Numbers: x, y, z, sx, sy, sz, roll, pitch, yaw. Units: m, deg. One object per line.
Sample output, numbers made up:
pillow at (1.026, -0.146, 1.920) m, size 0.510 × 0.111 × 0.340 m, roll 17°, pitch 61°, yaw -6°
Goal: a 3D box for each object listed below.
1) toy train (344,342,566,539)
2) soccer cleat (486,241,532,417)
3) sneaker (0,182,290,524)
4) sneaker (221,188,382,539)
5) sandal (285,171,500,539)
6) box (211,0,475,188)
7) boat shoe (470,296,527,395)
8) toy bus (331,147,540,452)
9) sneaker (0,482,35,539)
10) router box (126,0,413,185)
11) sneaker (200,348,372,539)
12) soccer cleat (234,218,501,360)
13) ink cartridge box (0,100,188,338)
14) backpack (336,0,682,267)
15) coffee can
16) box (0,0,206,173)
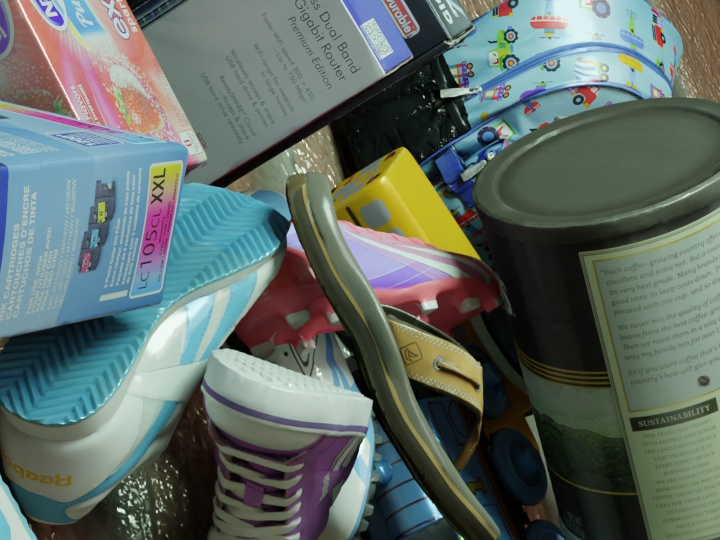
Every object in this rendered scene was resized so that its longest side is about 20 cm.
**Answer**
toy train at (0.046, 0.121, 1.397) m, size 0.114 × 0.086 × 0.201 m, roll 0°, pitch 63°, yaw -56°
soccer cleat at (0.115, 0.018, 1.553) m, size 0.201 × 0.073 × 0.068 m, roll 88°, pitch -19°, yaw -51°
sneaker at (-0.100, 0.031, 1.170) m, size 0.076 × 0.081 × 0.200 m, roll 23°, pitch 43°, yaw 20°
sneaker at (-0.040, 0.052, 1.338) m, size 0.072 × 0.072 × 0.201 m, roll 1°, pitch 63°, yaw -32°
sandal at (0.025, 0.039, 1.211) m, size 0.082 × 0.054 × 0.201 m, roll -174°, pitch -121°, yaw -86°
box at (-0.074, -0.156, 1.323) m, size 0.201 × 0.198 × 0.050 m, roll 59°, pitch 26°, yaw -4°
boat shoe at (0.133, 0.048, 1.474) m, size 0.200 × 0.062 × 0.075 m, roll 36°, pitch 36°, yaw -40°
toy bus at (0.045, 0.035, 1.490) m, size 0.201 × 0.078 × 0.065 m, roll 56°, pitch 25°, yaw -10°
sneaker at (-0.166, 0.125, 0.978) m, size 0.200 × 0.076 × 0.081 m, roll 51°, pitch 28°, yaw -16°
router box at (-0.101, -0.144, 1.282) m, size 0.201 × 0.179 × 0.049 m, roll 58°, pitch 24°, yaw -4°
sneaker at (-0.041, 0.103, 1.188) m, size 0.200 × 0.072 × 0.115 m, roll 48°, pitch 61°, yaw -76°
soccer cleat at (0.000, 0.000, 1.308) m, size 0.199 × 0.067 × 0.077 m, roll -3°, pitch 62°, yaw -50°
ink cartridge box at (-0.178, -0.024, 1.044) m, size 0.200 × 0.136 × 0.077 m, roll -16°, pitch 116°, yaw -64°
backpack at (0.109, -0.082, 1.590) m, size 0.182 × 0.199 × 0.135 m, roll 31°, pitch 35°, yaw -48°
coffee can at (0.151, 0.032, 1.338) m, size 0.147 × 0.145 × 0.201 m, roll -65°, pitch 143°, yaw -61°
box at (-0.173, -0.112, 1.211) m, size 0.201 × 0.094 × 0.102 m, roll 63°, pitch 26°, yaw 4°
